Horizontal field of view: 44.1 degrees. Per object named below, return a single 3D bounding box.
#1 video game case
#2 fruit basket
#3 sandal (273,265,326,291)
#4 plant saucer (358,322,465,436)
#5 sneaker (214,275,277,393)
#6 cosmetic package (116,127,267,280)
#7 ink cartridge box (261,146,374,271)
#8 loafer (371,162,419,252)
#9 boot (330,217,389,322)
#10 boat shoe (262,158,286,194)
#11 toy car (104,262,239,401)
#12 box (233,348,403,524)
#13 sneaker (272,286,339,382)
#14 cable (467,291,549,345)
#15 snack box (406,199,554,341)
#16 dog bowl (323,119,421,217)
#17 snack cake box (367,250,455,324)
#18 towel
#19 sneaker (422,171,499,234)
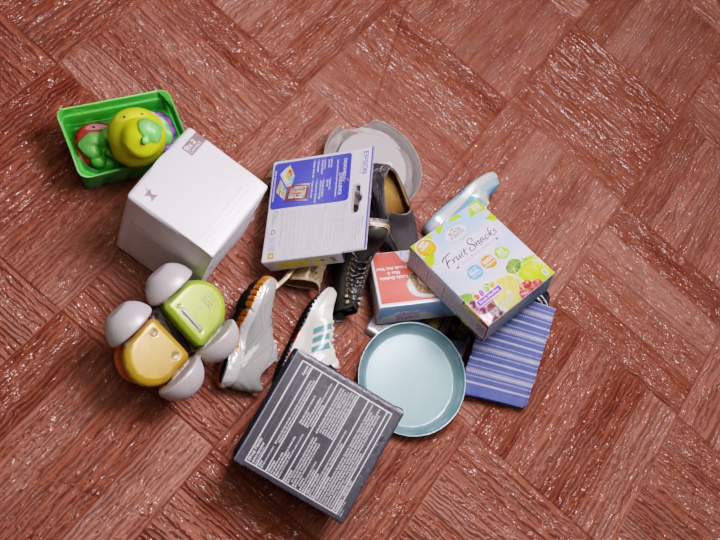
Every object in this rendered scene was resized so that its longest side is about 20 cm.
[{"bbox_3d":[0.127,0.085,1.657,0.182,0.023,0.201,34,59,-4],"label":"video game case"},{"bbox_3d":[-0.390,-0.229,1.493,0.214,0.216,0.156,-18,75,-26],"label":"fruit basket"},{"bbox_3d":[-0.103,0.017,1.572,0.211,0.078,0.070,-40,90,-22],"label":"sandal"},{"bbox_3d":[0.089,0.193,1.576,0.198,0.027,0.202,4,75,-13],"label":"plant saucer"},{"bbox_3d":[-0.172,0.110,1.492,0.091,0.076,0.201,23,85,-25],"label":"sneaker"},{"bbox_3d":[-0.282,-0.090,1.471,0.165,0.200,0.165,36,62,-4],"label":"cosmetic package"},{"bbox_3d":[-0.067,-0.105,1.525,0.198,0.047,0.199,-5,64,21],"label":"ink cartridge box"},{"bbox_3d":[0.065,-0.102,1.631,0.073,0.072,0.201,-33,107,-22],"label":"loafer"},{"bbox_3d":[0.000,0.000,1.545,0.077,0.200,0.139,7,69,-15],"label":"boot"},{"bbox_3d":[-0.097,-0.123,1.626,0.199,0.076,0.072,34,67,19],"label":"boat shoe"},{"bbox_3d":[-0.307,0.100,1.413,0.175,0.150,0.200,50,63,-15],"label":"toy car"},{"bbox_3d":[-0.070,0.257,1.418,0.198,0.123,0.201,32,82,-6],"label":"box"},{"bbox_3d":[-0.072,0.128,1.537,0.093,0.070,0.201,30,65,-10],"label":"sneaker"},{"bbox_3d":[0.276,0.071,1.690,0.199,0.051,0.164,-17,73,-25],"label":"cable"},{"bbox_3d":[0.208,-0.003,1.558,0.168,0.068,0.200,-35,66,-23],"label":"snack box"},{"bbox_3d":[0.016,-0.193,1.714,0.198,0.059,0.202,8,66,-18],"label":"dog bowl"},{"bbox_3d":[0.118,0.024,1.612,0.198,0.067,0.116,-6,60,-8],"label":"snack cake box"},{"bbox_3d":[0.267,0.146,1.622,0.144,0.024,0.202,15,95,-20],"label":"towel"},{"bbox_3d":[0.229,-0.096,1.745,0.200,0.080,0.131,-40,84,-20],"label":"sneaker"}]
